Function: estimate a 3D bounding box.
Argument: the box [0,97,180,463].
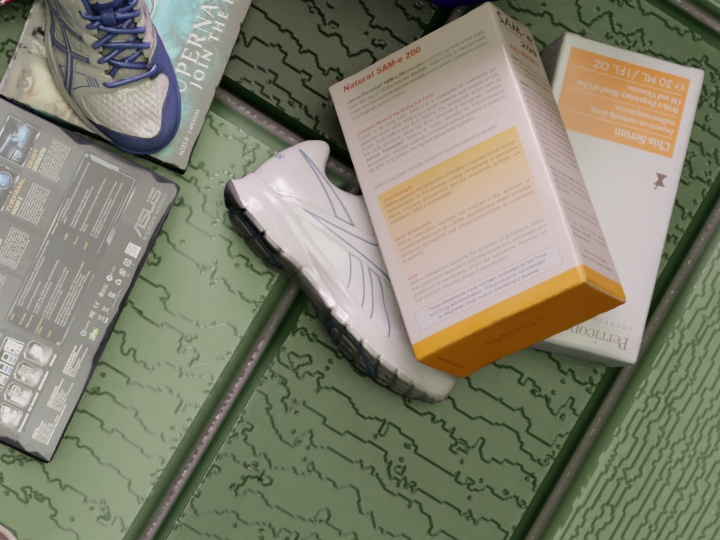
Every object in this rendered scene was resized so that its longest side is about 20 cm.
[{"bbox_3d":[-0.227,0.002,1.584,0.157,0.051,0.201,25,84,-5],"label":"box"}]

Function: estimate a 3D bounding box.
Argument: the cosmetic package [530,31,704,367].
[{"bbox_3d":[0.151,-0.045,1.629,0.101,0.071,0.201,14,85,-7],"label":"cosmetic package"}]

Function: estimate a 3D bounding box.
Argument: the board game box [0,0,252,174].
[{"bbox_3d":[-0.141,-0.181,1.620,0.135,0.028,0.201,21,83,-6],"label":"board game box"}]

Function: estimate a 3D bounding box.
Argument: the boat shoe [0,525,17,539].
[{"bbox_3d":[-0.314,0.175,1.554,0.199,0.060,0.072,10,84,-7],"label":"boat shoe"}]

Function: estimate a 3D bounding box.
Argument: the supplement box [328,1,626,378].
[{"bbox_3d":[0.073,-0.050,1.564,0.126,0.073,0.201,-25,68,22],"label":"supplement box"}]

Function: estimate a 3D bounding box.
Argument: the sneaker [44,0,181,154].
[{"bbox_3d":[-0.166,-0.162,1.542,0.075,0.088,0.201,-25,104,-9],"label":"sneaker"}]

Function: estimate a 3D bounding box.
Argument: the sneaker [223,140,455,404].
[{"bbox_3d":[0.000,0.000,1.606,0.087,0.075,0.200,-40,92,-13],"label":"sneaker"}]

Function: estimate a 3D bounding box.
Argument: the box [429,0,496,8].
[{"bbox_3d":[0.033,-0.258,1.548,0.199,0.184,0.105,26,82,-23],"label":"box"}]

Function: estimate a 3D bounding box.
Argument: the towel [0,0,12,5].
[{"bbox_3d":[-0.189,-0.262,1.596,0.199,0.022,0.145,-20,88,-8],"label":"towel"}]
